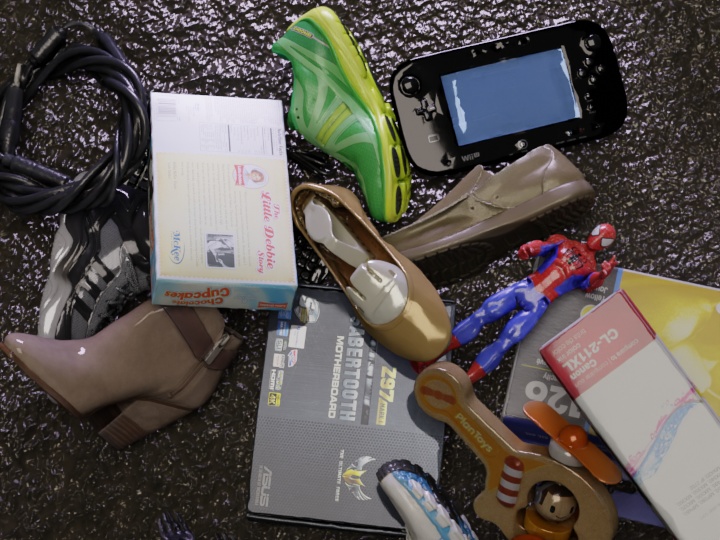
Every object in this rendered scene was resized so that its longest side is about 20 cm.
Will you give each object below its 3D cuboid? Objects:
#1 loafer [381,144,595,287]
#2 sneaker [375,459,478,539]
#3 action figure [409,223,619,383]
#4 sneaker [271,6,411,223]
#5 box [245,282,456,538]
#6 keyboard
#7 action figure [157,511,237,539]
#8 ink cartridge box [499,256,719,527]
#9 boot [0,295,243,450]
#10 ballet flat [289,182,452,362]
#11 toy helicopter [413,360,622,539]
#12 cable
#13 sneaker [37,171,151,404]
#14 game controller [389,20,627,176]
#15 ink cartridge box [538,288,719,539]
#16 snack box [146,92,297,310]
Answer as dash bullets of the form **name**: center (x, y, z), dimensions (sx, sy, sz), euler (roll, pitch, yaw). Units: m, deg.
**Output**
- **loafer**: center (0.097, -0.045, 1.690), dimensions (0.199, 0.076, 0.068), euler (-21, 65, 3)
- **sneaker**: center (0.061, 0.239, 1.596), dimensions (0.086, 0.075, 0.200), euler (-34, 110, 8)
- **action figure**: center (0.134, 0.022, 1.617), dimensions (0.200, 0.099, 0.065), euler (-40, 80, -12)
- **sneaker**: center (-0.015, -0.125, 1.722), dimensions (0.083, 0.074, 0.201), euler (-27, 75, 12)
- **box**: center (-0.007, 0.117, 1.668), dimensions (0.157, 0.051, 0.201), euler (7, 79, 2)
- **keyboard**: center (-0.100, -0.071, 1.734), dimensions (0.199, 0.021, 0.128), euler (26, 80, 8)
- **action figure**: center (-0.152, 0.289, 1.616), dimensions (0.118, 0.102, 0.201), euler (15, 119, -20)
- **ink cartridge box**: center (0.221, 0.101, 1.663), dimensions (0.196, 0.047, 0.201), euler (12, 76, 6)
- **boot**: center (-0.186, 0.059, 1.630), dimensions (0.146, 0.200, 0.070), euler (-44, 53, -1)
- **ballet flat**: center (0.000, 0.000, 1.634), dimensions (0.069, 0.063, 0.200), euler (-51, 52, 13)
- **toy helicopter**: center (0.124, 0.146, 1.575), dimensions (0.200, 0.079, 0.132), euler (46, 129, 3)
- **cable**: center (-0.255, -0.121, 1.698), dimensions (0.163, 0.051, 0.200), euler (-35, 50, 1)
- **sneaker**: center (-0.204, 0.018, 1.691), dimensions (0.113, 0.076, 0.201), euler (7, 77, 7)
- **game controller**: center (0.127, -0.147, 1.716), dimensions (0.199, 0.042, 0.105), euler (-14, 75, -7)
- **ink cartridge box**: center (0.230, 0.122, 1.563), dimensions (0.083, 0.146, 0.200), euler (-36, 82, 2)
- **snack box**: center (-0.117, -0.059, 1.658), dimensions (0.115, 0.037, 0.201), euler (3, 52, -12)
